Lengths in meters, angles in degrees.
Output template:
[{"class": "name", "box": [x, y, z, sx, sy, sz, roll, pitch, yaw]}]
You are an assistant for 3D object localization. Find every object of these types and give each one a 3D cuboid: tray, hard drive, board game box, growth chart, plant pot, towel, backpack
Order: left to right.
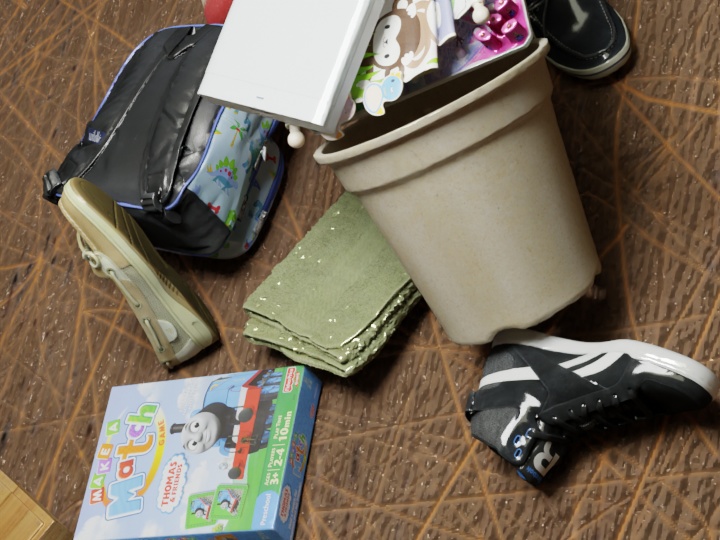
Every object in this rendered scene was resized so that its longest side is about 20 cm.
[{"class": "tray", "box": [-0.347, 0.279, 1.512, 0.098, 0.037, 0.200, 30, 78, 43]}, {"class": "backpack", "box": [-0.160, -0.116, 1.603, 0.182, 0.147, 0.201, 8, 66, 37]}, {"class": "board game box", "box": [-0.137, 0.162, 1.463, 0.198, 0.037, 0.152, -9, 54, 28]}, {"class": "hard drive", "box": [-0.040, -0.215, 1.364, 0.131, 0.026, 0.202, 17, 83, 35]}, {"class": "towel", "box": [0.000, 0.000, 1.483, 0.148, 0.037, 0.200, 21, 64, 42]}, {"class": "growth chart", "box": [0.012, -0.190, 1.349, 0.199, 0.018, 0.146, -30, 59, 20]}, {"class": "board game box", "box": [0.026, -0.232, 1.382, 0.199, 0.026, 0.202, -20, 63, 22]}, {"class": "plant pot", "box": [0.092, -0.052, 1.348, 0.199, 0.185, 0.201, -26, 11, 5]}]

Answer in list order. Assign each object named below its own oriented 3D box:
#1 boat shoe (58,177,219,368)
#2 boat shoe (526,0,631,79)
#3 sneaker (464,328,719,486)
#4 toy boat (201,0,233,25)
[{"class": "boat shoe", "box": [-0.201, 0.006, 1.506, 0.063, 0.201, 0.073, -35, 35, 6]}, {"class": "boat shoe", "box": [0.175, -0.241, 1.542, 0.074, 0.062, 0.201, -31, 48, 7]}, {"class": "sneaker", "box": [0.167, 0.112, 1.291, 0.199, 0.073, 0.113, 6, 64, 44]}, {"class": "toy boat", "box": [-0.047, -0.257, 1.625, 0.198, 0.131, 0.132, -18, 81, -2]}]
